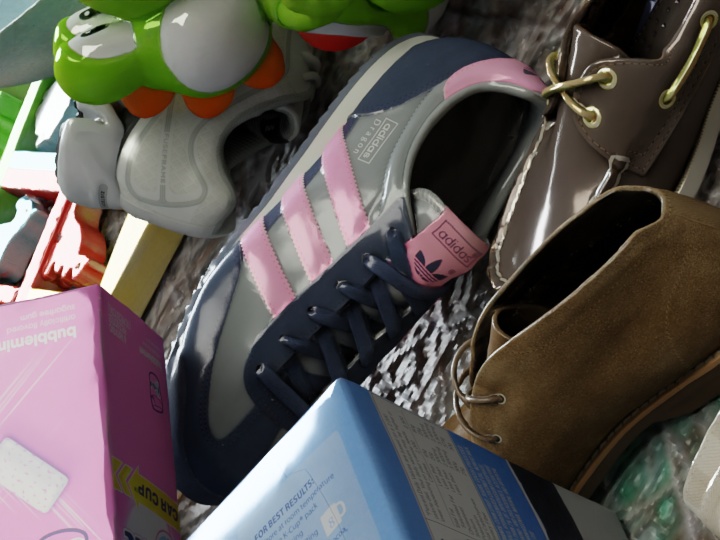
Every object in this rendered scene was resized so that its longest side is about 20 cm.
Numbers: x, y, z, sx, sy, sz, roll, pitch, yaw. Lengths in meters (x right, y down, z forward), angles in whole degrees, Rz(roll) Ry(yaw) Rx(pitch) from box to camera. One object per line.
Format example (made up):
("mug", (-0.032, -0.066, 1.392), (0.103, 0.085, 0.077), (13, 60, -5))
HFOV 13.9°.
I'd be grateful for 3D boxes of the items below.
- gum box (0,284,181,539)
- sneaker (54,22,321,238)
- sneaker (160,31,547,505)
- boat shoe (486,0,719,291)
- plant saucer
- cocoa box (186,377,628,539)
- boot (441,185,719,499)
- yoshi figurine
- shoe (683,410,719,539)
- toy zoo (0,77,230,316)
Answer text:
("gum box", (-0.167, 0.087, 1.037), (0.199, 0.066, 0.114), (-12, 67, 14))
("sneaker", (-0.045, -0.098, 1.214), (0.081, 0.075, 0.200), (24, 68, 13))
("sneaker", (0.000, 0.000, 1.066), (0.082, 0.070, 0.200), (14, 70, 53))
("boat shoe", (0.097, -0.073, 1.019), (0.200, 0.059, 0.072), (-58, 36, 6))
("plant saucer", (-0.107, -0.136, 1.290), (0.201, 0.039, 0.201), (-39, 14, 12))
("cocoa box", (-0.007, 0.161, 0.931), (0.200, 0.131, 0.134), (-47, 38, 19))
("boot", (0.050, 0.043, 0.988), (0.200, 0.075, 0.074), (-45, 40, 24))
("yoshi figurine", (-0.034, -0.131, 1.123), (0.199, 0.112, 0.112), (-22, 85, 3))
("shoe", (0.155, -0.004, 0.891), (0.053, 0.070, 0.201), (18, 81, 53))
("toy zoo", (-0.122, -0.040, 1.301), (0.200, 0.020, 0.132), (7, 72, 53))
